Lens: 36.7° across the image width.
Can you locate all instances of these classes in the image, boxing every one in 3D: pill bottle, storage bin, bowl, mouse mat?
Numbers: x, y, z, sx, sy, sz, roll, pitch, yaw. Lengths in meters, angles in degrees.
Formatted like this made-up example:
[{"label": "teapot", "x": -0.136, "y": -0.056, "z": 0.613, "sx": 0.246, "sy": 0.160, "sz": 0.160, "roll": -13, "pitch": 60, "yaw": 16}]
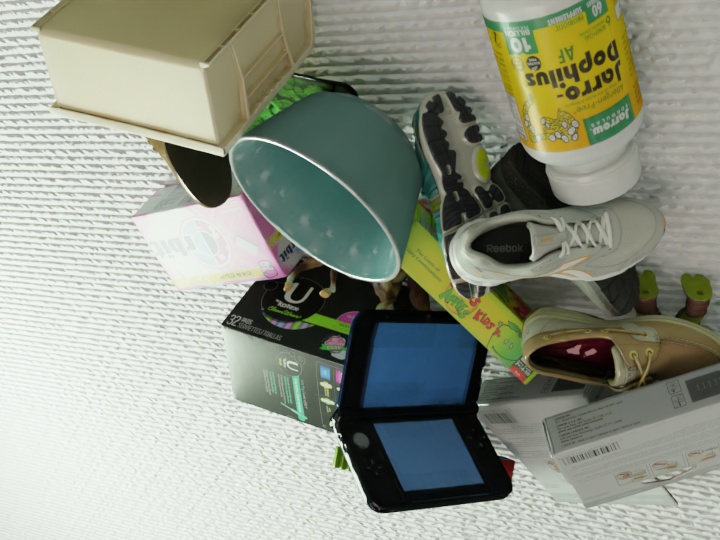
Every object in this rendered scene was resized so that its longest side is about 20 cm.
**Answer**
[{"label": "pill bottle", "x": 0.179, "y": -0.162, "z": 0.928, "sx": 0.111, "sy": 0.113, "sz": 0.202, "roll": 0, "pitch": 127, "yaw": 33}, {"label": "storage bin", "x": -0.172, "y": -0.224, "z": 1.037, "sx": 0.197, "sy": 0.200, "sz": 0.095, "roll": 15, "pitch": 137, "yaw": 21}, {"label": "bowl", "x": -0.019, "y": -0.094, "z": 1.047, "sx": 0.199, "sy": 0.106, "sz": 0.202, "roll": 31, "pitch": 159, "yaw": 13}, {"label": "mouse mat", "x": -0.078, "y": -0.160, "z": 1.138, "sx": 0.197, "sy": 0.008, "sz": 0.162, "roll": 16, "pitch": 155, "yaw": 22}]

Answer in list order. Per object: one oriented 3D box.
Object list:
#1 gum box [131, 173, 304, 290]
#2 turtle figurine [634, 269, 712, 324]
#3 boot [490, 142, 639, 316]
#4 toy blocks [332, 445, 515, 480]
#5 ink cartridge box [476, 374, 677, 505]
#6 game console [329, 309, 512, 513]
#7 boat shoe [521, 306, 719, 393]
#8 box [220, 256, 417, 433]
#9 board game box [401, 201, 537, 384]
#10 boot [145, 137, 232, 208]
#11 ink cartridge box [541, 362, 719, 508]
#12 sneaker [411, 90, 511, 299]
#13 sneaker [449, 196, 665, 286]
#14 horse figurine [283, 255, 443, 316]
[{"label": "gum box", "x": -0.172, "y": -0.047, "z": 1.296, "sx": 0.197, "sy": 0.066, "sz": 0.115, "roll": -7, "pitch": 122, "yaw": 37}, {"label": "turtle figurine", "x": 0.299, "y": 0.078, "z": 1.102, "sx": 0.197, "sy": 0.065, "sz": 0.163, "roll": 12, "pitch": 133, "yaw": 24}, {"label": "boot", "x": 0.181, "y": -0.022, "z": 1.085, "sx": 0.201, "sy": 0.067, "sz": 0.131, "roll": 53, "pitch": 142, "yaw": 6}, {"label": "toy blocks", "x": 0.086, "y": 0.229, "z": 1.275, "sx": 0.197, "sy": 0.102, "sz": 0.136, "roll": 13, "pitch": 178, "yaw": -32}, {"label": "ink cartridge box", "x": 0.242, "y": 0.190, "z": 1.216, "sx": 0.174, "sy": 0.044, "sz": 0.199, "roll": 46, "pitch": 151, "yaw": -17}, {"label": "game console", "x": 0.079, "y": 0.145, "z": 1.143, "sx": 0.119, "sy": 0.197, "sz": 0.172, "roll": -58, "pitch": 45, "yaw": 35}, {"label": "boat shoe", "x": 0.251, "y": 0.086, "z": 1.042, "sx": 0.196, "sy": 0.067, "sz": 0.075, "roll": 4, "pitch": 122, "yaw": 15}, {"label": "box", "x": -0.039, "y": 0.089, "z": 1.271, "sx": 0.197, "sy": 0.149, "sz": 0.126, "roll": 15, "pitch": 133, "yaw": 21}, {"label": "board game box", "x": 0.115, "y": 0.020, "z": 1.139, "sx": 0.200, "sy": 0.102, "sz": 0.048, "roll": 43, "pitch": 104, "yaw": -8}, {"label": "boot", "x": -0.210, "y": -0.155, "z": 1.212, "sx": 0.202, "sy": 0.073, "sz": 0.075, "roll": 60, "pitch": 145, "yaw": 1}, {"label": "ink cartridge box", "x": 0.293, "y": 0.165, "z": 1.070, "sx": 0.197, "sy": 0.044, "sz": 0.174, "roll": -20, "pitch": 148, "yaw": 12}, {"label": "sneaker", "x": 0.095, "y": -0.074, "z": 1.059, "sx": 0.080, "sy": 0.076, "sz": 0.204, "roll": 174, "pitch": 83, "yaw": -74}, {"label": "sneaker", "x": 0.178, "y": -0.025, "z": 0.968, "sx": 0.196, "sy": 0.092, "sz": 0.077, "roll": -11, "pitch": 86, "yaw": 3}, {"label": "horse figurine", "x": 0.000, "y": 0.000, "z": 1.203, "sx": 0.197, "sy": 0.134, "sz": 0.050, "roll": 26, "pitch": 134, "yaw": -10}]
